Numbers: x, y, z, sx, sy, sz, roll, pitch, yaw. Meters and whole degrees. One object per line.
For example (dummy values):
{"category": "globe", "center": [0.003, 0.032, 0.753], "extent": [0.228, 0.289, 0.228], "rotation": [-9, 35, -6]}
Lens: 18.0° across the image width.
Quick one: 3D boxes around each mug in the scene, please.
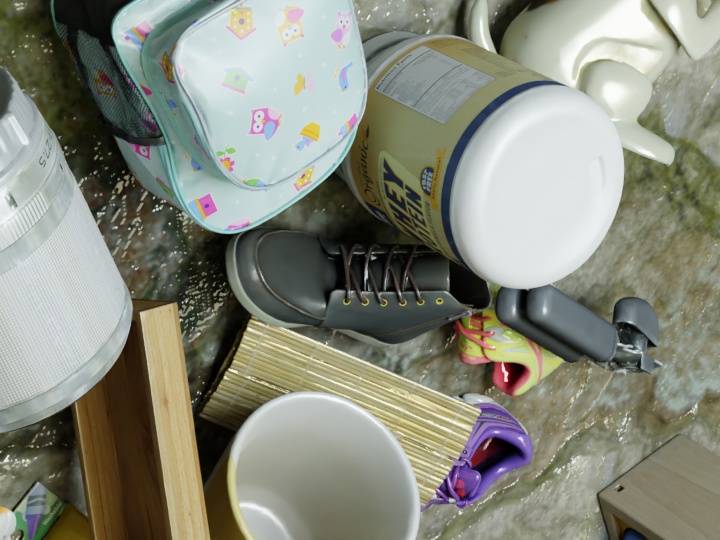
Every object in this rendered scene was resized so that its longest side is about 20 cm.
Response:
{"category": "mug", "center": [-0.071, 0.189, 1.637], "extent": [0.186, 0.153, 0.150], "rotation": [-19, 76, -34]}

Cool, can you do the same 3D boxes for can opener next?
{"category": "can opener", "center": [0.173, 0.036, 1.749], "extent": [0.200, 0.053, 0.067], "rotation": [30, 64, -51]}

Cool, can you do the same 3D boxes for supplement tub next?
{"category": "supplement tub", "center": [0.074, -0.084, 1.601], "extent": [0.144, 0.200, 0.145], "rotation": [-15, 118, -31]}

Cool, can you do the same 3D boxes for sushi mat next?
{"category": "sushi mat", "center": [-0.015, 0.105, 1.684], "extent": [0.199, 0.012, 0.096], "rotation": [23, 111, -19]}

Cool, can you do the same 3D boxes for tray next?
{"category": "tray", "center": [-0.153, 0.120, 1.555], "extent": [0.037, 0.098, 0.201], "rotation": [-16, 103, -41]}

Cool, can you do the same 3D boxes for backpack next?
{"category": "backpack", "center": [-0.084, -0.128, 1.502], "extent": [0.176, 0.153, 0.201], "rotation": [-37, 134, -24]}

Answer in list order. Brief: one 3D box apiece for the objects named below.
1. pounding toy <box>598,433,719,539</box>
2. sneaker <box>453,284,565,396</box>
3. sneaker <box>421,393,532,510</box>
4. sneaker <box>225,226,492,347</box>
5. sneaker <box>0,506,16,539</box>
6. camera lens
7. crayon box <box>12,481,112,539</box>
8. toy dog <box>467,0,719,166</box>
{"category": "pounding toy", "center": [0.302, 0.287, 1.945], "extent": [0.142, 0.184, 0.201], "rotation": [-32, 126, -20]}
{"category": "sneaker", "center": [0.104, 0.029, 1.755], "extent": [0.090, 0.078, 0.200], "rotation": [-46, 130, -8]}
{"category": "sneaker", "center": [0.047, 0.157, 1.766], "extent": [0.199, 0.083, 0.081], "rotation": [-25, 123, -24]}
{"category": "sneaker", "center": [0.000, 0.000, 1.635], "extent": [0.199, 0.106, 0.075], "rotation": [15, 65, -46]}
{"category": "sneaker", "center": [-0.309, 0.226, 1.546], "extent": [0.077, 0.078, 0.201], "rotation": [32, 106, 3]}
{"category": "camera lens", "center": [-0.245, -0.010, 1.425], "extent": [0.160, 0.160, 0.201], "rotation": [-35, 127, -19]}
{"category": "crayon box", "center": [-0.200, 0.259, 1.649], "extent": [0.126, 0.052, 0.200], "rotation": [-51, 130, -7]}
{"category": "toy dog", "center": [0.191, -0.207, 1.695], "extent": [0.193, 0.140, 0.201], "rotation": [23, 99, -4]}
